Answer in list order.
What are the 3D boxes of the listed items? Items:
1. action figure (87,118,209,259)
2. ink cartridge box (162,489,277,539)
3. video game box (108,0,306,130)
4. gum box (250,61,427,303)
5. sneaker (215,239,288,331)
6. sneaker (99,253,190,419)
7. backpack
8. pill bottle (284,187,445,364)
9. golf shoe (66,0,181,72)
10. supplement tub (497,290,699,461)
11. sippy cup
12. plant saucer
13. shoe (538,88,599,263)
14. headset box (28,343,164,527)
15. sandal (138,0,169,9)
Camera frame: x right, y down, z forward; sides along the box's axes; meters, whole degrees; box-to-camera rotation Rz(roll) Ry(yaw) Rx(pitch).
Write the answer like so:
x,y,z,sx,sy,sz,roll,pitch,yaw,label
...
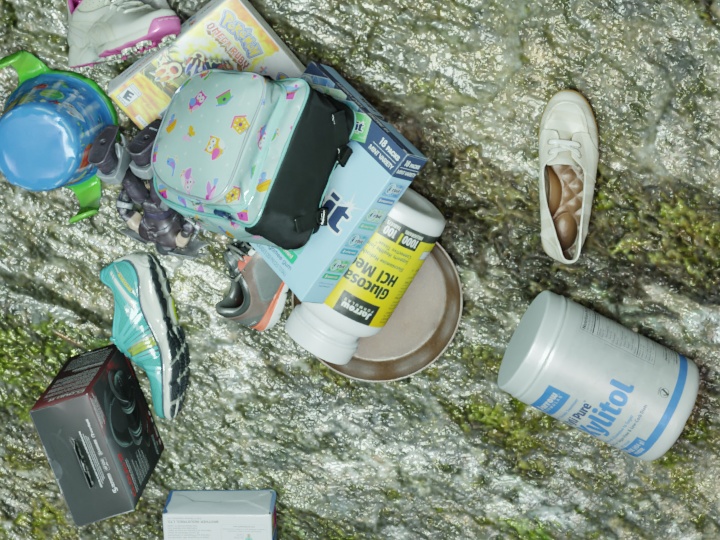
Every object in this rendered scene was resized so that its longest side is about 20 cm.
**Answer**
x,y,z,sx,sy,sz,roll,pitch,yaw,label
-0.231,-0.081,1.680,0.130,0.069,0.200,8,145,19,action figure
-0.169,0.374,1.832,0.136,0.076,0.200,0,104,3,ink cartridge box
-0.147,-0.186,1.664,0.182,0.047,0.200,-38,116,10,video game box
-0.046,-0.095,1.612,0.170,0.045,0.200,46,111,29,gum box
-0.111,-0.023,1.702,0.082,0.077,0.200,10,109,-30,sneaker
-0.252,0.079,1.759,0.079,0.078,0.200,-13,95,11,sneaker
-0.129,-0.122,1.551,0.153,0.200,0.176,23,83,-39,backpack
0.000,0.000,1.664,0.112,0.112,0.200,29,105,-6,pill bottle
-0.265,-0.270,1.609,0.075,0.200,0.092,-16,98,-39,golf shoe
0.273,0.122,1.711,0.200,0.132,0.132,25,106,-5,supplement tub
-0.348,-0.148,1.663,0.178,0.130,0.140,31,105,-6,sippy cup
0.020,0.032,1.747,0.200,0.034,0.201,1,105,3,plant saucer
0.236,-0.104,1.687,0.070,0.053,0.200,-1,106,3,shoe
-0.303,0.189,1.721,0.077,0.200,0.149,-17,104,8,headset box
-0.251,-0.334,1.644,0.050,0.082,0.203,-43,114,-31,sandal
